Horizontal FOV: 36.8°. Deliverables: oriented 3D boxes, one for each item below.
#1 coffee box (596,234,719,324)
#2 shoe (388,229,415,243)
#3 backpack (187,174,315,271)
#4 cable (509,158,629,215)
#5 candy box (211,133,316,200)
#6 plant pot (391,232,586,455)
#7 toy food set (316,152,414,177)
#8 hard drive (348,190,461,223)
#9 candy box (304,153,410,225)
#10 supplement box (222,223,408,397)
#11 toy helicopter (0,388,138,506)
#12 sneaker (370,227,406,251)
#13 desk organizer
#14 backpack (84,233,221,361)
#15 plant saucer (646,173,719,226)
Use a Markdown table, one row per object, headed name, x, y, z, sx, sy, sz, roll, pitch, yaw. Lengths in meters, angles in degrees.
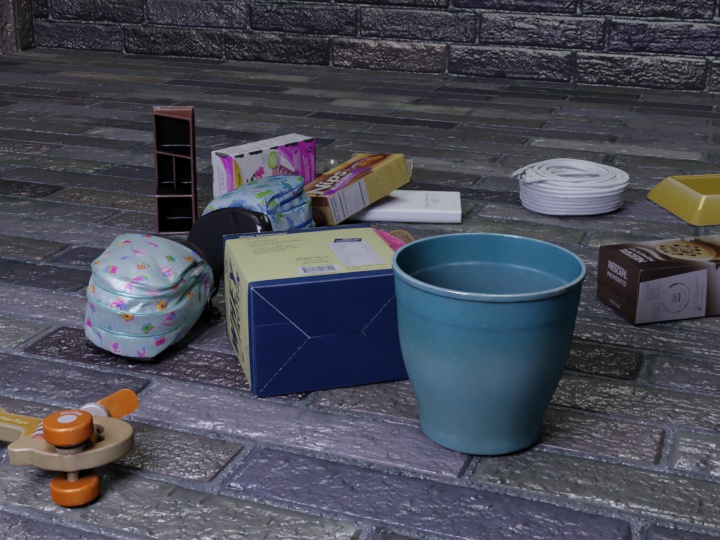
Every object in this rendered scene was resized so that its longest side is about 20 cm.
| name | x | y | z | sx | sy | sz | roll | pitch | yaw |
| --- | --- | --- | --- | --- | --- | --- | --- | --- | --- |
| coffee box | 0.442 | 0.010 | 1.505 | 0.197 | 0.081 | 0.113 | -6 | 21 | -17 |
| shoe | 0.000 | 0.000 | 1.580 | 0.198 | 0.054 | 0.070 | -22 | 66 | -34 |
| backpack | -0.151 | -0.074 | 1.668 | 0.161 | 0.156 | 0.199 | -6 | -2 | 35 |
| cable | 0.391 | -0.152 | 1.989 | 0.198 | 0.070 | 0.199 | 11 | 21 | 26 |
| candy box | -0.162 | -0.151 | 1.866 | 0.060 | 0.138 | 0.199 | 15 | 25 | 40 |
| plant pot | 0.128 | 0.080 | 1.132 | 0.197 | 0.191 | 0.200 | 1 | 19 | 0 |
| toy food set | 0.002 | -0.195 | 2.110 | 0.142 | 0.061 | 0.200 | 10 | 22 | 26 |
| hard drive | 0.080 | -0.116 | 1.939 | 0.197 | 0.027 | 0.132 | 1 | 20 | 4 |
| candy box | -0.022 | -0.143 | 1.889 | 0.116 | 0.057 | 0.199 | 6 | 29 | 46 |
| supplement box | -0.055 | 0.041 | 1.320 | 0.197 | 0.136 | 0.200 | -5 | 20 | -15 |
| toy helicopter | -0.310 | 0.157 | 1.078 | 0.197 | 0.080 | 0.132 | 6 | 19 | 26 |
| sneaker | -0.025 | 0.004 | 1.481 | 0.197 | 0.089 | 0.082 | -12 | 35 | -11 |
| desk organizer | -0.310 | -0.166 | 1.809 | 0.071 | 0.203 | 0.077 | -1 | 21 | -7 |
| backpack | -0.274 | 0.029 | 1.366 | 0.164 | 0.128 | 0.200 | 7 | 23 | 9 |
| plant saucer | 0.655 | -0.136 | 1.979 | 0.197 | 0.049 | 0.200 | -3 | 19 | -11 |
